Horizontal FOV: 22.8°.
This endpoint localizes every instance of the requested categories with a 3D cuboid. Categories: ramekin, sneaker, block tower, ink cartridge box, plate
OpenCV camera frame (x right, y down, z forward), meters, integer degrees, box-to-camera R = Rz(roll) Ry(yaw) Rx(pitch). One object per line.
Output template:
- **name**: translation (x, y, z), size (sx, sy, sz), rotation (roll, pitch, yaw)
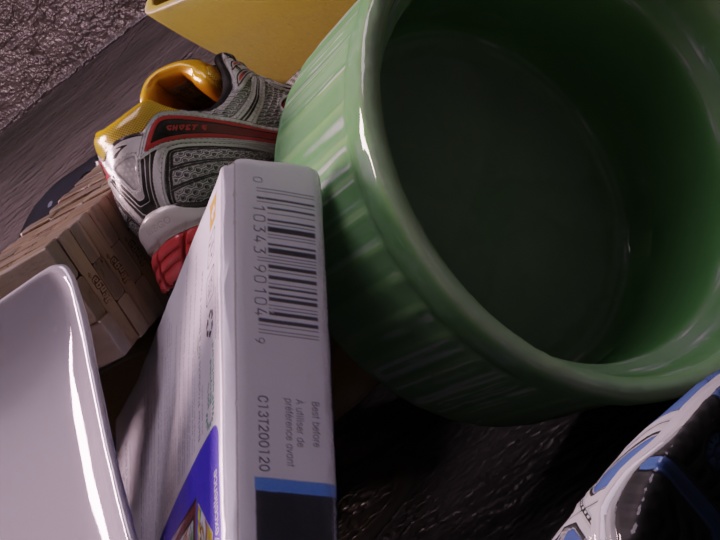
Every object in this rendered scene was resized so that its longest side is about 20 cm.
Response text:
- **ramekin**: translation (0.063, -0.037, 0.685), size (0.200, 0.200, 0.098), rotation (-52, 12, -33)
- **sneaker**: translation (-0.046, -0.062, 0.767), size (0.078, 0.082, 0.200), rotation (-31, 7, 24)
- **sneaker**: translation (0.069, 0.100, 0.521), size (0.200, 0.076, 0.077), rotation (-48, 22, -26)
- **block tower**: translation (-0.104, -0.011, 0.762), size (0.058, 0.054, 0.200), rotation (-26, 14, 24)
- **ink cartridge box**: translation (-0.054, 0.096, 0.651), size (0.200, 0.043, 0.199), rotation (121, 150, -53)
- **plate**: translation (-0.145, 0.129, 0.617), size (0.199, 0.032, 0.201), rotation (-32, 57, 19)

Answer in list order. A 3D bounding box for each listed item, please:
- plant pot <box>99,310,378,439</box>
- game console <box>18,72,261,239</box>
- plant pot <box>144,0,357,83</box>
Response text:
- **plant pot**: translation (-0.078, 0.057, 0.827), size (0.199, 0.028, 0.200), rotation (-19, -22, -8)
- **game console**: translation (-0.119, -0.009, 0.910), size (0.177, 0.031, 0.200), rotation (-35, 33, 28)
- **plant pot**: translation (0.046, -0.173, 0.897), size (0.200, 0.176, 0.201), rotation (-8, 52, 51)
